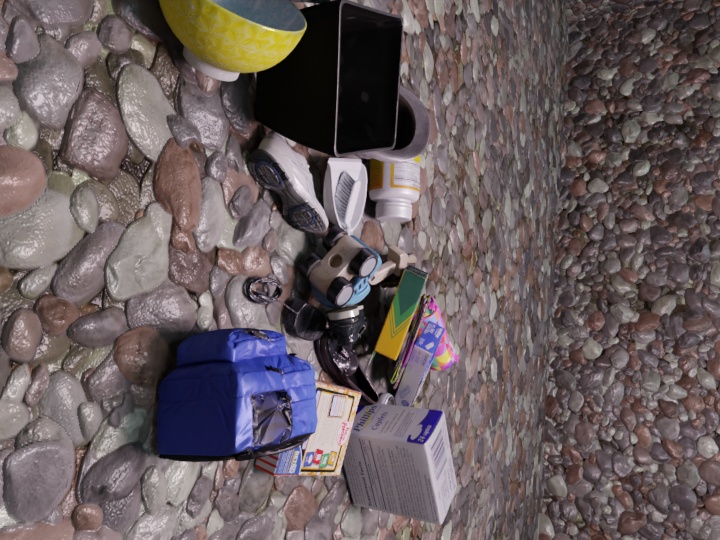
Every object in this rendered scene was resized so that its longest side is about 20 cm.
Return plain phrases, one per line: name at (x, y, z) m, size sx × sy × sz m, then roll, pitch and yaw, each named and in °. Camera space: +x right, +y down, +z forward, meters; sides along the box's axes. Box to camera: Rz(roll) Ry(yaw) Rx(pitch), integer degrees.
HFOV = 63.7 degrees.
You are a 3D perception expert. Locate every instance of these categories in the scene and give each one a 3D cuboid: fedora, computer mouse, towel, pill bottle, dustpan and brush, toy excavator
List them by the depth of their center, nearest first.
computer mouse at (-0.123, 0.062, 0.957) m, size 0.200 × 0.034 × 0.060 m, roll 42°, pitch 71°, yaw -46°
toy excavator at (0.000, 0.000, 1.066) m, size 0.195 × 0.099 × 0.201 m, roll -48°, pitch 153°, yaw -11°
dustpan and brush at (-0.027, -0.101, 1.084) m, size 0.139 × 0.056 × 0.206 m, roll -18°, pitch 124°, yaw -61°
fedora at (0.027, -0.273, 1.102) m, size 0.195 × 0.090 × 0.182 m, roll 11°, pitch 69°, yaw -21°
pill bottle at (0.072, -0.209, 1.211) m, size 0.108 × 0.107 × 0.207 m, roll 7°, pitch 84°, yaw -59°
towel at (0.109, 0.145, 1.255) m, size 0.144 × 0.022 × 0.205 m, roll -18°, pitch 129°, yaw -82°

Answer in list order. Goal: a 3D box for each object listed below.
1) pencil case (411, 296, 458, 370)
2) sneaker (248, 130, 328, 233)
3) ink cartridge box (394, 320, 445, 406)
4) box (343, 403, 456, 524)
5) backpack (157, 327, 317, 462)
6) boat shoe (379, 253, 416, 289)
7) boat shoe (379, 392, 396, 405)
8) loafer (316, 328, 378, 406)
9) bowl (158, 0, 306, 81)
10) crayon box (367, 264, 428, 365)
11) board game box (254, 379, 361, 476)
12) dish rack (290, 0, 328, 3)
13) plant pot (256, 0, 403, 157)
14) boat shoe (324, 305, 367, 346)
pencil case at (0.177, 0.157, 1.424) m, size 0.089 × 0.086 × 0.202 m, roll -63°, pitch 140°, yaw -38°
sneaker at (-0.102, -0.141, 0.949) m, size 0.202 × 0.073 × 0.089 m, roll 59°, pitch 38°, yaw -43°
ink cartridge box at (0.126, 0.219, 1.284) m, size 0.094 × 0.043 × 0.204 m, roll -48°, pitch 158°, yaw -50°
box at (0.071, 0.365, 1.122) m, size 0.105 × 0.195 × 0.189 m, roll -41°, pitch 125°, yaw -53°
backpack at (-0.146, 0.166, 0.783) m, size 0.198 × 0.159 × 0.173 m, roll 17°, pitch 72°, yaw -58°
boat shoe at (0.071, 0.002, 1.247) m, size 0.198 × 0.073 × 0.076 m, roll -7°, pitch 96°, yaw -59°
boat shoe at (0.074, 0.370, 1.268) m, size 0.068 × 0.055 × 0.207 m, roll -14°, pitch 103°, yaw -59°
loafer at (-0.018, 0.185, 1.100) m, size 0.073 × 0.061 × 0.203 m, roll -60°, pitch 139°, yaw -39°
bowl at (-0.177, -0.317, 0.755) m, size 0.199 × 0.199 × 0.109 m, roll -32°, pitch 159°, yaw -55°
crayon box at (0.079, 0.096, 1.176) m, size 0.126 × 0.050 × 0.205 m, roll -27°, pitch 139°, yaw -80°
board game box at (-0.081, 0.266, 0.987) m, size 0.199 × 0.045 × 0.156 m, roll 32°, pitch 71°, yaw -56°
dish rack at (-0.131, -0.426, 0.784) m, size 0.055 × 0.197 × 0.154 m, roll -59°, pitch 174°, yaw 28°
plant pot at (-0.056, -0.298, 0.902) m, size 0.198 × 0.173 × 0.206 m, roll -26°, pitch 125°, yaw -57°
boat shoe at (-0.022, 0.099, 1.025) m, size 0.199 × 0.072 × 0.068 m, roll 151°, pitch -71°, yaw -85°
